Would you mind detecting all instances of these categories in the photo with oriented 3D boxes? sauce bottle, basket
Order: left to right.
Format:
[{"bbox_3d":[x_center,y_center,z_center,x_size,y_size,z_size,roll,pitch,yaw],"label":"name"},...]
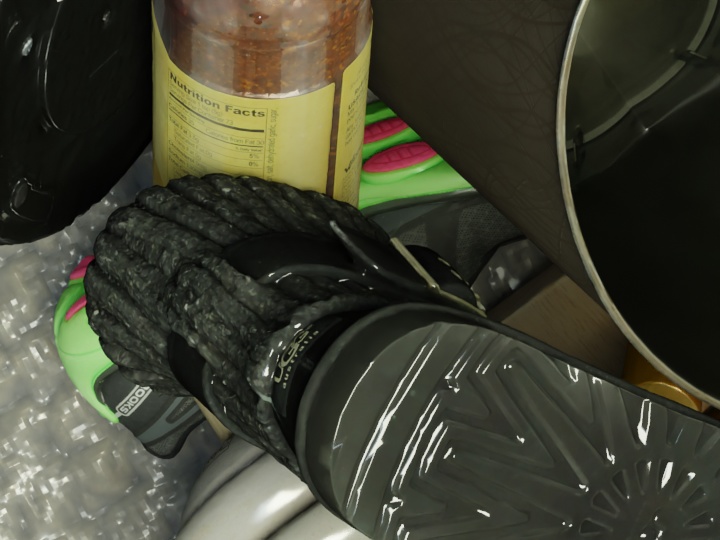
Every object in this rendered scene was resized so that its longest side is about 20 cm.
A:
[{"bbox_3d":[-0.027,-0.070,0.826,0.066,0.066,0.200,0,141,-5],"label":"sauce bottle"},{"bbox_3d":[0.076,-0.067,0.829,0.136,0.200,0.180,-42,123,-4],"label":"basket"}]

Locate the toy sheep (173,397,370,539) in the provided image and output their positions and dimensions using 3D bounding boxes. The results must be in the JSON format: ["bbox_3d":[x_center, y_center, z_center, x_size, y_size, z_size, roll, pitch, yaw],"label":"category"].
[{"bbox_3d":[0.007,0.105,0.886,0.138,0.138,0.200,-42,70,3],"label":"toy sheep"}]

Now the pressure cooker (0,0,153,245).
[{"bbox_3d":[-0.147,-0.121,0.851,0.200,0.176,0.179,26,103,15],"label":"pressure cooker"}]

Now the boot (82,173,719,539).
[{"bbox_3d":[0.035,0.048,0.803,0.211,0.158,0.079,35,85,-30],"label":"boot"}]

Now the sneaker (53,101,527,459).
[{"bbox_3d":[0.000,0.000,0.957,0.200,0.077,0.084,-22,118,3],"label":"sneaker"}]

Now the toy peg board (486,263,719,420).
[{"bbox_3d":[0.152,0.066,0.923,0.199,0.098,0.200,-37,106,24],"label":"toy peg board"}]
